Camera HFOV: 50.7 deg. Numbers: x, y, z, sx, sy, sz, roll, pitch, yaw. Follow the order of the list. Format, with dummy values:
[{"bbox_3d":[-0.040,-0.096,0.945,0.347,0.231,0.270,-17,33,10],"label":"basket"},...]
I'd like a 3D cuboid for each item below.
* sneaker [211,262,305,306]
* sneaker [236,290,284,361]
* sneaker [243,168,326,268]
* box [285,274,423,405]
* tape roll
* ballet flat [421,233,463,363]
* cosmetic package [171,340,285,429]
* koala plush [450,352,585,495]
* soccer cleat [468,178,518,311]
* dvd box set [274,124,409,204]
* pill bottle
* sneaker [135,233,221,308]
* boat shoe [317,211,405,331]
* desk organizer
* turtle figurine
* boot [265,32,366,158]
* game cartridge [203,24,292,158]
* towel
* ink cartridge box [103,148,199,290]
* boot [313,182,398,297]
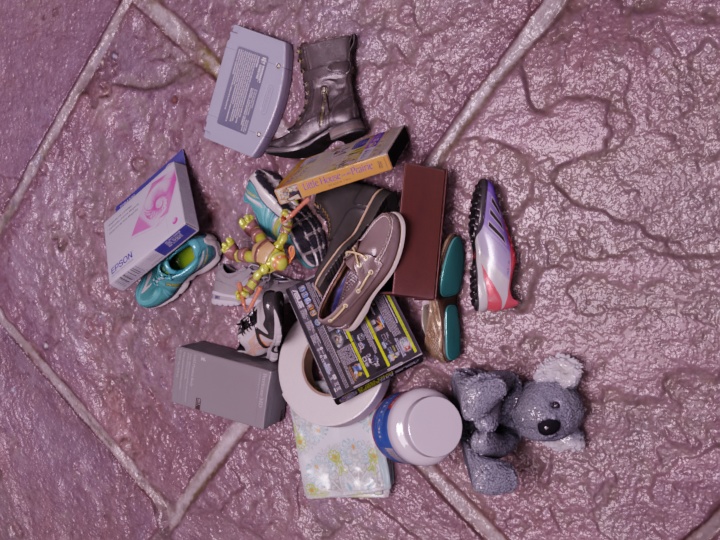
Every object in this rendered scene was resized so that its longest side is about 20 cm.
[{"bbox_3d":[-0.175,0.021,1.316,0.195,0.074,0.084,-1,91,20],"label":"sneaker"},{"bbox_3d":[-0.167,0.096,1.258,0.078,0.201,0.075,7,58,-8],"label":"sneaker"},{"bbox_3d":[-0.130,-0.081,1.304,0.201,0.077,0.080,53,127,16],"label":"sneaker"},{"bbox_3d":[-0.011,0.087,1.215,0.157,0.044,0.203,-26,68,-5],"label":"box"},{"bbox_3d":[-0.044,0.156,1.263,0.198,0.037,0.208,-6,73,20],"label":"tape roll"},{"bbox_3d":[0.124,0.043,1.208,0.064,0.070,0.206,5,92,42],"label":"ballet flat"},{"bbox_3d":[-0.229,0.200,1.347,0.196,0.090,0.110,10,96,24],"label":"cosmetic package"},{"bbox_3d":[0.243,0.211,1.141,0.195,0.184,0.182,-10,100,1],"label":"koala plush"},{"bbox_3d":[0.206,-0.039,1.175,0.071,0.068,0.206,-1,90,-3],"label":"soccer cleat"},{"bbox_3d":[-0.027,-0.169,1.207,0.196,0.147,0.030,-15,112,21],"label":"dvd box set"},{"bbox_3d":[0.087,0.237,1.152,0.109,0.200,0.115,3,77,-11],"label":"pill bottle"},{"bbox_3d":[-0.342,-0.003,1.370,0.199,0.079,0.078,-38,80,20],"label":"sneaker"},{"bbox_3d":[0.000,0.000,1.139,0.072,0.059,0.203,47,115,43],"label":"boat shoe"},{"bbox_3d":[0.078,-0.059,1.178,0.075,0.071,0.206,7,86,-24],"label":"desk organizer"},{"bbox_3d":[-0.152,-0.038,1.230,0.160,0.064,0.203,28,91,49],"label":"turtle figurine"},{"bbox_3d":[-0.081,-0.290,1.267,0.195,0.069,0.179,-14,85,16],"label":"boot"},{"bbox_3d":[-0.191,-0.307,1.318,0.131,0.041,0.204,22,102,14],"label":"game cartridge"},{"bbox_3d":[-0.034,0.288,1.297,0.167,0.048,0.206,-9,91,21],"label":"towel"},{"bbox_3d":[-0.381,-0.099,1.358,0.195,0.043,0.203,-35,54,20],"label":"ink cartridge box"},{"bbox_3d":[-0.045,-0.062,1.228,0.137,0.078,0.201,25,67,30],"label":"boot"}]
